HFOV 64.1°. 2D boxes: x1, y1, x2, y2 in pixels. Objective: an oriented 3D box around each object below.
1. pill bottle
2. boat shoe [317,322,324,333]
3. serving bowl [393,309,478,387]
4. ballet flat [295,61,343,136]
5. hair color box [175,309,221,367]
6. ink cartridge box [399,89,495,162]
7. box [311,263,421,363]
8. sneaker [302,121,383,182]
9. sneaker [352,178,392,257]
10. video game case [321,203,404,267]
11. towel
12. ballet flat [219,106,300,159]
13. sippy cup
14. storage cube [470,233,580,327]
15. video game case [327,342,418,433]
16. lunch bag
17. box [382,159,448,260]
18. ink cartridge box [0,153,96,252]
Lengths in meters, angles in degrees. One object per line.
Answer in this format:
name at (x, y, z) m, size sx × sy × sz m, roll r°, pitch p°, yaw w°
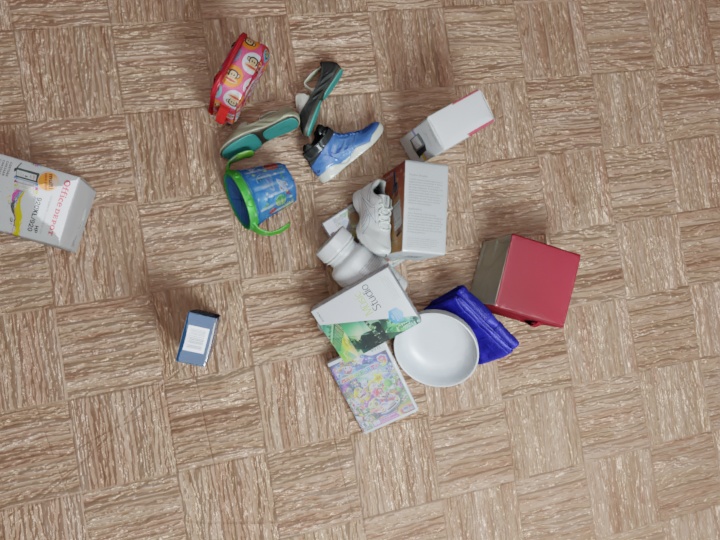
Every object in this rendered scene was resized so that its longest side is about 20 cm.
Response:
pill bottle at (0.000, 0.000, 1.303) m, size 0.200 × 0.114 × 0.114 m, roll 44°, pitch 80°, yaw -8°
boat shoe at (-0.008, 0.141, 1.342) m, size 0.200 × 0.075 × 0.061 m, roll 36°, pitch 40°, yaw -23°
serving bowl at (0.181, 0.173, 1.352) m, size 0.199 × 0.066 × 0.201 m, roll 7°, pitch 116°, yaw 14°
ballet flat at (-0.110, -0.406, 1.347) m, size 0.068 × 0.068 × 0.201 m, roll 25°, pitch 73°, yaw 0°
hair color box at (-0.334, 0.137, 1.202) m, size 0.060 × 0.200 × 0.101 m, roll 15°, pitch 85°, yaw -11°
ink cartridge box at (0.197, -0.327, 1.337) m, size 0.147 × 0.200 × 0.086 m, roll -32°, pitch 95°, yaw -12°
box at (0.012, 0.096, 1.252) m, size 0.199 × 0.036 × 0.145 m, roll -30°, pitch 101°, yaw 14°
sneaker at (-0.046, -0.309, 1.344) m, size 0.200 × 0.077 × 0.111 m, roll -40°, pitch 108°, yaw -5°
sneaker at (0.035, -0.121, 1.286) m, size 0.074 × 0.087 × 0.201 m, roll 13°, pitch 51°, yaw -37°
video game case at (0.035, -0.087, 1.383) m, size 0.199 × 0.023 × 0.183 m, roll -33°, pitch 95°, yaw -12°
towel at (0.258, 0.137, 1.362) m, size 0.200 × 0.148 × 0.050 m, roll 45°, pitch 49°, yaw -6°
ballet flat at (-0.234, -0.319, 1.313) m, size 0.199 × 0.069 × 0.070 m, roll -23°, pitch 93°, yaw -1°
sippy cup at (-0.217, -0.176, 1.283) m, size 0.130 × 0.139 × 0.179 m, roll -24°, pitch 117°, yaw -22°
storage cube at (0.387, 0.024, 1.381) m, size 0.179 × 0.171 × 0.201 m, roll 16°, pitch 85°, yaw -10°
video game case at (0.030, 0.267, 1.331) m, size 0.142 × 0.018 × 0.201 m, roll -25°, pitch 104°, yaw 6°
lunch bag at (-0.270, -0.395, 1.240) m, size 0.082 × 0.200 × 0.177 m, roll 26°, pitch 82°, yaw -15°
box at (0.118, -0.131, 1.312) m, size 0.106 × 0.152 × 0.202 m, roll 4°, pitch 84°, yaw -17°
ink cartridge box at (-0.671, -0.138, 1.167) m, size 0.199 × 0.145 × 0.148 m, roll 16°, pitch 84°, yaw -12°
